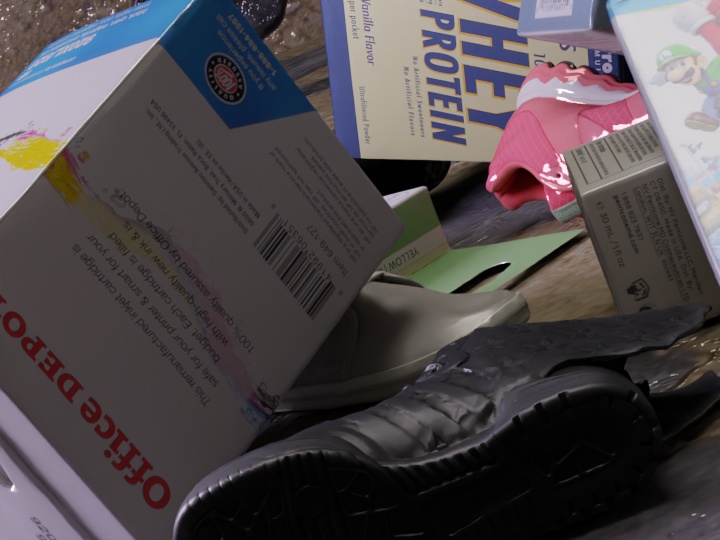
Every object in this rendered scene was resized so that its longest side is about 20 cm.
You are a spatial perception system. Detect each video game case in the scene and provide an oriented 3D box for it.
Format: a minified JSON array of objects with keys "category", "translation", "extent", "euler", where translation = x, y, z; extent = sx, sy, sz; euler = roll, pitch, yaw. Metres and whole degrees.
[{"category":"video game case","translation":[0.188,-0.062,0.789],"extent":[0.142,0.018,0.201],"euler":[-21,47,7]}]

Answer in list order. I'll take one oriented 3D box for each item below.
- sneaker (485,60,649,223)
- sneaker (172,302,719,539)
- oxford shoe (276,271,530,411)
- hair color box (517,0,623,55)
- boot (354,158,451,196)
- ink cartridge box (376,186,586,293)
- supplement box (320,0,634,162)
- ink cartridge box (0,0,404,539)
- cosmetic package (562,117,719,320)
[{"category":"sneaker","translation":[0.141,-0.057,1.084],"extent":[0.199,0.074,0.087],"euler":[5,56,57]},{"category":"sneaker","translation":[0.035,0.060,0.713],"extent":[0.198,0.061,0.104],"euler":[-16,13,3]},{"category":"oxford shoe","translation":[-0.010,0.027,0.954],"extent":[0.199,0.058,0.075],"euler":[-10,14,42]},{"category":"hair color box","translation":[0.195,-0.138,1.088],"extent":[0.198,0.061,0.099],"euler":[8,2,-19]},{"category":"boot","translation":[-0.052,-0.044,1.342],"extent":[0.202,0.074,0.153],"euler":[-6,16,36]},{"category":"ink cartridge box","translation":[0.000,0.000,1.093],"extent":[0.199,0.048,0.145],"euler":[-14,13,47]},{"category":"supplement box","translation":[0.106,-0.160,1.289],"extent":[0.198,0.136,0.200],"euler":[3,21,26]},{"category":"ink cartridge box","translation":[-0.113,0.005,0.880],"extent":[0.144,0.148,0.200],"euler":[-10,35,50]},{"category":"cosmetic package","translation":[0.191,-0.046,0.864],"extent":[0.198,0.072,0.105],"euler":[-21,12,7]}]
